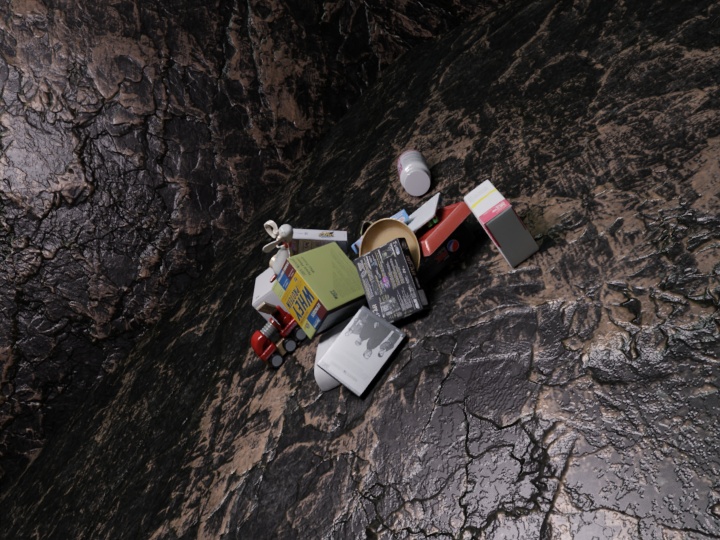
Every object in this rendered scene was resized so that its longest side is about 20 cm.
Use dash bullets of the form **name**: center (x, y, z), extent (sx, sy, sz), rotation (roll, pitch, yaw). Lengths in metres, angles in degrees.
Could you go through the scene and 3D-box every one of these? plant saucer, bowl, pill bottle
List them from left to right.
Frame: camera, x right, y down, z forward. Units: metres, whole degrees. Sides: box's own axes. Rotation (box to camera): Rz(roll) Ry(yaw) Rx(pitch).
- **bowl**: center (-0.049, 0.213, 1.656), extent (0.198, 0.075, 0.201), rotation (-32, 24, 23)
- **plant saucer**: center (0.086, -0.042, 1.655), extent (0.198, 0.203, 0.035), rotation (-26, -11, 34)
- **pill bottle**: center (0.195, -0.353, 2.174), extent (0.113, 0.114, 0.201), rotation (-35, 24, 16)
- **plant saucer**: center (0.208, -0.117, 1.670), extent (0.200, 0.037, 0.199), rotation (-45, 11, -14)

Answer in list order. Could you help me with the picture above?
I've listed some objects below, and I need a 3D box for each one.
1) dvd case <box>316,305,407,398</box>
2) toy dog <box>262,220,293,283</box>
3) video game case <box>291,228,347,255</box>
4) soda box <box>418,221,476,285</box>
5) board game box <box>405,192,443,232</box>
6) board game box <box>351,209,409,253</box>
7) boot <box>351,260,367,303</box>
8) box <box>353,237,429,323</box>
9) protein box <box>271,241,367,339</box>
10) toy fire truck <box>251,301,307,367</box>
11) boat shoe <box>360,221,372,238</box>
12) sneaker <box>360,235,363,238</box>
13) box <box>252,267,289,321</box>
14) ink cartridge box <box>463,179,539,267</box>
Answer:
- **dvd case**: center (0.004, 0.205, 1.540), extent (0.149, 0.025, 0.201), rotation (31, 71, 26)
- **toy dog**: center (-0.239, -0.038, 1.767), extent (0.130, 0.202, 0.096), rotation (14, 44, 34)
- **video game case**: center (-0.139, -0.043, 1.869), extent (0.202, 0.178, 0.046), rotation (100, 168, -48)
- **soda box**: center (0.222, -0.054, 1.676), extent (0.199, 0.071, 0.063), rotation (-41, 21, 6)
- **board game box**: center (0.154, -0.129, 1.747), extent (0.199, 0.026, 0.201), rotation (-38, 12, 24)
- **board game box**: center (0.056, -0.115, 1.823), extent (0.150, 0.037, 0.200), rotation (-37, 5, -11)
- **boot**: center (-0.002, -0.001, 1.877), extent (0.200, 0.071, 0.185), rotation (-129, 49, -69)
- **box**: center (0.082, 0.035, 1.614), extent (0.159, 0.203, 0.043), rotation (-27, -12, 34)
- **protein box**: center (-0.109, 0.054, 1.734), extent (0.199, 0.199, 0.136), rotation (-22, -26, -45)
- **toy fire truck**: center (-0.286, 0.188, 1.914), extent (0.176, 0.200, 0.128), rotation (-46, 23, -10)
- **boat shoe**: center (0.032, -0.106, 2.082), extent (0.072, 0.060, 0.203), rotation (-35, 25, 17)
- **sneaker**: center (0.084, -0.106, 2.002), extent (0.199, 0.086, 0.074), rotation (-29, 9, -39)
- **box**: center (-0.248, 0.074, 2.082), extent (0.199, 0.172, 0.200), rotation (-37, 24, 12)
- **ink cartridge box**: center (0.348, -0.122, 1.499), extent (0.083, 0.146, 0.201), rotation (-36, 24, 11)
